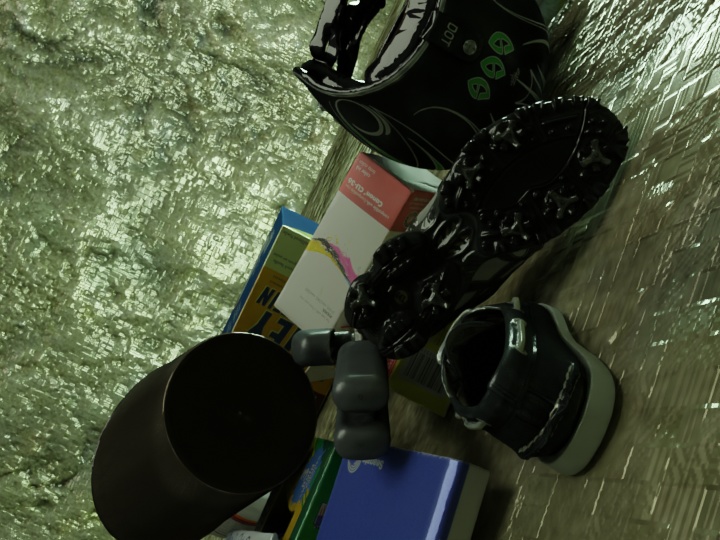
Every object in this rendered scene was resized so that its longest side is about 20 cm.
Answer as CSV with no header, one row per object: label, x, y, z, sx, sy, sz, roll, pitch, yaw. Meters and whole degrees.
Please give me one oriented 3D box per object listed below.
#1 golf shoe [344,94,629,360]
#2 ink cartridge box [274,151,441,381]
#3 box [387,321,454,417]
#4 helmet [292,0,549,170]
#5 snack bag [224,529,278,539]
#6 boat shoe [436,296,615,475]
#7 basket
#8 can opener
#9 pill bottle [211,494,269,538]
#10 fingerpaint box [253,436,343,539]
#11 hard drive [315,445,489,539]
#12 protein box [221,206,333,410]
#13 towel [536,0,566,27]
golf shoe,0.076,-0.030,0.613,0.199,0.078,0.094,-39,-8,12
ink cartridge box,0.000,0.000,0.899,0.116,0.067,0.201,0,-56,-60
box,0.037,0.055,0.765,0.076,0.050,0.200,-64,9,-1
helmet,0.059,-0.176,0.822,0.198,0.190,0.203,-14,67,36
snack bag,-0.100,0.264,0.634,0.188,0.021,0.202,143,148,-70
boat shoe,0.073,0.045,0.529,0.076,0.060,0.200,-65,8,0
basket,-0.118,0.127,0.772,0.181,0.136,0.200,-55,8,-26
can opener,-0.016,0.071,0.637,0.200,0.066,0.054,-85,-7,-84
pill bottle,-0.123,0.227,1.071,0.110,0.109,0.200,-69,9,-27
fingerpaint box,-0.044,0.222,0.705,0.202,0.073,0.167,-66,9,-11
hard drive,-0.002,0.197,0.545,0.132,0.025,0.202,-8,60,63
protein box,-0.081,0.050,1.232,0.202,0.134,0.199,-64,9,7
towel,0.119,-0.252,0.963,0.200,0.048,0.172,-52,29,33
